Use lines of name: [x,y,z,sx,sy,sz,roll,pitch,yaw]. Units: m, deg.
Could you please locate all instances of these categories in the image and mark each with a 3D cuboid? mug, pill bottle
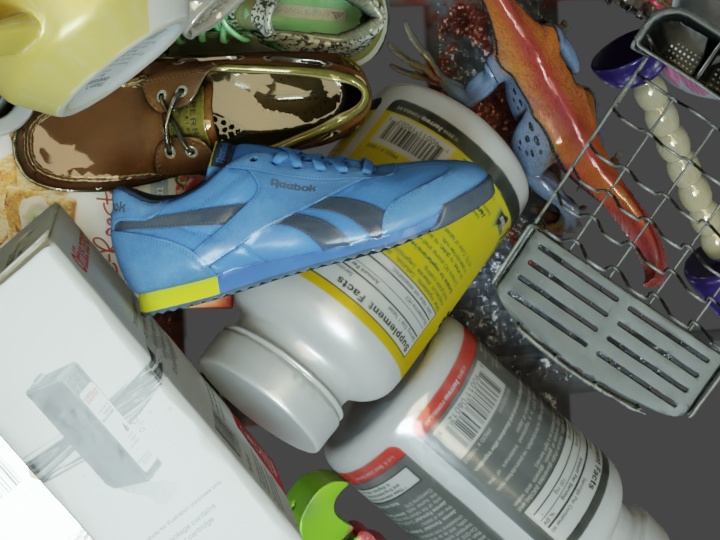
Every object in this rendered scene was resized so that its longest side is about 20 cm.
mug: [-0.176,-0.152,0.762,0.186,0.149,0.153,-39,93,-30]
pill bottle: [0.000,0.000,0.886,0.112,0.112,0.200,41,73,-12]
pill bottle: [0.084,0.131,0.933,0.200,0.116,0.116,42,86,-12]

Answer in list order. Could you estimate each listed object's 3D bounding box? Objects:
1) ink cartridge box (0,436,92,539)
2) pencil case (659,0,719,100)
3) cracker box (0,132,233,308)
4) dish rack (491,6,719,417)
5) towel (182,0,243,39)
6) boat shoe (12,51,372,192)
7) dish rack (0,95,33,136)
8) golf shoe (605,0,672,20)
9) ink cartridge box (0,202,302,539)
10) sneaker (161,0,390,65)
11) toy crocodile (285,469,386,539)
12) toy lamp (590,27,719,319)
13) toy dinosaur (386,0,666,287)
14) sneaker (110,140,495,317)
ink cartridge box: [-0.211,0.158,0.856,0.147,0.145,0.200,-38,101,-3]
pencil case: [0.248,-0.139,0.903,0.083,0.200,0.091,2,102,-18]
cracker box: [-0.173,-0.046,0.893,0.198,0.058,0.135,0,95,-11]
dish rack: [0.172,-0.023,0.843,0.153,0.055,0.201,34,101,4]
towel: [-0.074,-0.233,0.871,0.132,0.035,0.200,41,71,12]
boat shoe: [-0.092,-0.087,0.843,0.199,0.068,0.072,-15,100,-10]
dish rack: [-0.242,-0.166,0.841,0.171,0.044,0.201,19,60,-14]
golf shoe: [0.136,-0.205,0.854,0.072,0.200,0.092,33,101,28]
ink cartridge box: [-0.129,0.073,0.812,0.084,0.144,0.200,-38,103,-2]
sneaker: [-0.073,-0.153,0.888,0.198,0.089,0.078,-3,96,-11]
toy crocodile: [0.026,0.203,0.951,0.200,0.067,0.062,44,85,-12]
toy lamp: [0.206,-0.052,0.961,0.058,0.058,0.201,-34,113,-7]
toy dinosaur: [0.117,-0.117,0.907,0.105,0.200,0.182,-38,133,-21]
sneaker: [-0.032,-0.038,0.795,0.199,0.066,0.079,-15,93,1]
